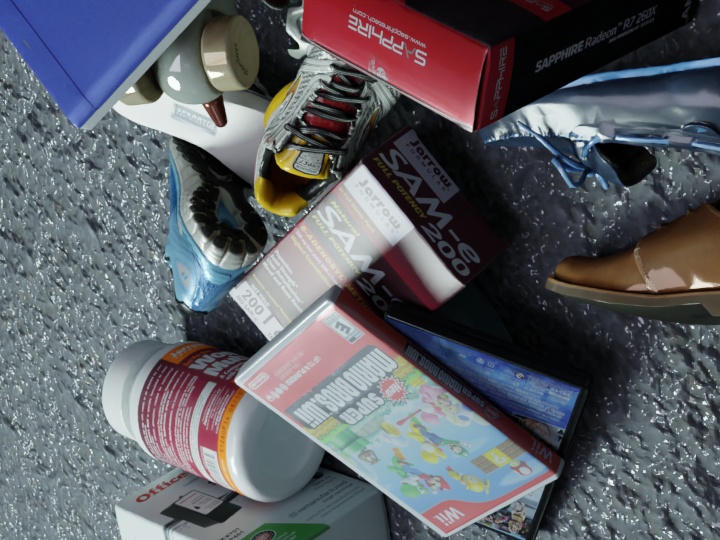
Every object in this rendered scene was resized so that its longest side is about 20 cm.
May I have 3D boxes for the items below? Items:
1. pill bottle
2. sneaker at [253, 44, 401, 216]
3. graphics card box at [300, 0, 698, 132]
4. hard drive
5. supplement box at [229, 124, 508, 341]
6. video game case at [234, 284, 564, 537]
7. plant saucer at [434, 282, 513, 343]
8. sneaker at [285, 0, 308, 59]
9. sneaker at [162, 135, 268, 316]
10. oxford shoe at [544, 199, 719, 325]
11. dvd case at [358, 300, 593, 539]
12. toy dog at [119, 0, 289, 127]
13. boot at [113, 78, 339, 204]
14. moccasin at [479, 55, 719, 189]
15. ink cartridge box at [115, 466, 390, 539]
[{"bbox_3d":[-0.129,0.122,1.185,0.199,0.109,0.111,12,120,43],"label":"pill bottle"},{"bbox_3d":[-0.016,-0.101,0.901,0.077,0.083,0.200,22,145,-10],"label":"sneaker"},{"bbox_3d":[0.080,-0.148,0.734,0.125,0.199,0.051,32,133,33],"label":"graphics card box"},{"bbox_3d":[-0.151,-0.209,0.888,0.200,0.025,0.132,-43,75,17],"label":"hard drive"},{"bbox_3d":[0.000,0.000,0.962,0.109,0.061,0.200,50,138,1],"label":"supplement box"},{"bbox_3d":[0.023,0.103,0.951,0.199,0.018,0.143,37,140,-11],"label":"video game case"},{"bbox_3d":[0.041,0.078,1.040,0.199,0.027,0.202,26,129,37],"label":"plant saucer"},{"bbox_3d":[0.004,-0.211,0.890,0.088,0.074,0.201,30,142,24],"label":"sneaker"},{"bbox_3d":[-0.125,-0.036,1.045,0.078,0.201,0.090,23,114,-17],"label":"sneaker"},{"bbox_3d":[0.193,-0.004,0.812,0.199,0.071,0.072,-1,81,49],"label":"oxford shoe"},{"bbox_3d":[0.074,0.112,0.959,0.141,0.018,0.201,20,140,10],"label":"dvd case"},{"bbox_3d":[-0.101,-0.184,0.968,0.131,0.201,0.097,18,157,26],"label":"toy dog"},{"bbox_3d":[-0.091,-0.129,1.042,0.199,0.091,0.073,28,132,-3],"label":"boot"},{"bbox_3d":[0.147,-0.080,0.790,0.199,0.080,0.069,-2,98,49],"label":"moccasin"},{"bbox_3d":[-0.093,0.227,1.174,0.199,0.146,0.084,10,118,43],"label":"ink cartridge box"}]
